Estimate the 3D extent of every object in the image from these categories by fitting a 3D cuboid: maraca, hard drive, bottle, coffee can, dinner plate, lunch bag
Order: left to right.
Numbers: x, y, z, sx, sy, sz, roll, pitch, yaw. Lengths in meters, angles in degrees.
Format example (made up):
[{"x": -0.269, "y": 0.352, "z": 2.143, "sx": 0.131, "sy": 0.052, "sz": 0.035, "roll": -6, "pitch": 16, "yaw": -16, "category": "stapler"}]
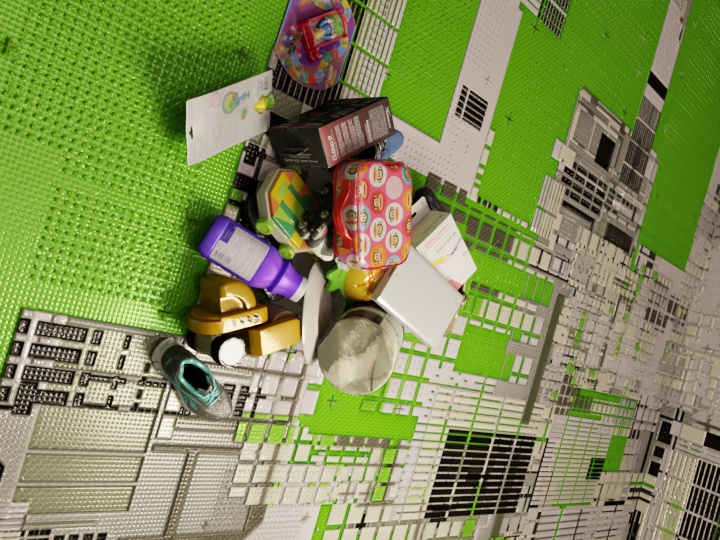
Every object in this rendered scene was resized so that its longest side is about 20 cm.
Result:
[{"x": -0.185, "y": -0.015, "z": 1.132, "sx": 0.200, "sy": 0.065, "sz": 0.084, "roll": 33, "pitch": 86, "yaw": -16, "category": "bottle"}, {"x": -0.080, "y": 0.084, "z": 1.246, "sx": 0.200, "sy": 0.024, "sz": 0.201, "roll": 3, "pitch": 90, "yaw": -83, "category": "dinner plate"}, {"x": 0.000, "y": 0.000, "z": 1.286, "sx": 0.200, "sy": 0.107, "sz": 0.138, "roll": 13, "pitch": 107, "yaw": -59, "category": "maraca"}, {"x": 0.007, "y": 0.144, "z": 1.274, "sx": 0.200, "sy": 0.146, "sz": 0.147, "roll": -42, "pitch": 138, "yaw": -78, "category": "coffee can"}, {"x": 0.015, "y": -0.100, "z": 1.161, "sx": 0.176, "sy": 0.082, "sz": 0.201, "roll": -10, "pitch": 104, "yaw": -48, "category": "lunch bag"}, {"x": 0.120, "y": 0.055, "z": 1.309, "sx": 0.200, "sy": 0.026, "sz": 0.132, "roll": 41, "pitch": 74, "yaw": -34, "category": "hard drive"}]

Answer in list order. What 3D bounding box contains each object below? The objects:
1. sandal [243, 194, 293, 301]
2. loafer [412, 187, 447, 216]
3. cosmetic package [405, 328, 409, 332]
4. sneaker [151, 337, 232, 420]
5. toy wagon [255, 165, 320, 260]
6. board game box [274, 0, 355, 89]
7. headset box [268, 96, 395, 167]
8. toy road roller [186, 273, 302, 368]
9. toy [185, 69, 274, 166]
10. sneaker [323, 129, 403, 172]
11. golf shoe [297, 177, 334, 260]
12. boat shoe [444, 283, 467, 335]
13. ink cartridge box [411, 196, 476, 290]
[{"x": -0.174, "y": -0.042, "z": 1.204, "sx": 0.075, "sy": 0.048, "sz": 0.201, "roll": -16, "pitch": 98, "yaw": -38, "category": "sandal"}, {"x": 0.174, "y": -0.117, "z": 1.485, "sx": 0.070, "sy": 0.068, "sz": 0.201, "roll": -54, "pitch": 135, "yaw": -29, "category": "loafer"}, {"x": 0.124, "y": 0.035, "z": 1.460, "sx": 0.106, "sy": 0.090, "sz": 0.201, "roll": 9, "pitch": 97, "yaw": -39, "category": "cosmetic package"}, {"x": -0.283, "y": 0.206, "z": 1.128, "sx": 0.078, "sy": 0.091, "sz": 0.200, "roll": -49, "pitch": 128, "yaw": -21, "category": "sneaker"}, {"x": -0.117, "y": -0.097, "z": 1.206, "sx": 0.200, "sy": 0.039, "sz": 0.156, "roll": 52, "pitch": 45, "yaw": -37, "category": "toy wagon"}, {"x": -0.069, "y": -0.441, "z": 1.199, "sx": 0.158, "sy": 0.039, "sz": 0.201, "roll": 21, "pitch": 86, "yaw": -43, "category": "board game box"}, {"x": -0.059, "y": -0.252, "z": 1.177, "sx": 0.200, "sy": 0.148, "sz": 0.075, "roll": -34, "pitch": 121, "yaw": -36, "category": "headset box"}, {"x": -0.209, "y": 0.075, "z": 1.141, "sx": 0.199, "sy": 0.123, "sz": 0.147, "roll": -13, "pitch": 109, "yaw": -39, "category": "toy road roller"}, {"x": -0.229, "y": -0.265, "z": 1.084, "sx": 0.200, "sy": 0.047, "sz": 0.116, "roll": -35, "pitch": 146, "yaw": -42, "category": "toy"}, {"x": 0.019, "y": -0.239, "z": 1.296, "sx": 0.200, "sy": 0.089, "sz": 0.079, "roll": -28, "pitch": 119, "yaw": -34, "category": "sneaker"}, {"x": -0.042, "y": -0.112, "z": 1.219, "sx": 0.200, "sy": 0.077, "sz": 0.088, "roll": -54, "pitch": 135, "yaw": -26, "category": "golf shoe"}, {"x": 0.222, "y": 0.065, "z": 1.568, "sx": 0.071, "sy": 0.064, "sz": 0.201, "roll": -6, "pitch": 104, "yaw": -41, "category": "boat shoe"}, {"x": 0.157, "y": -0.045, "z": 1.373, "sx": 0.116, "sy": 0.067, "sz": 0.200, "roll": -45, "pitch": 123, "yaw": -20, "category": "ink cartridge box"}]
